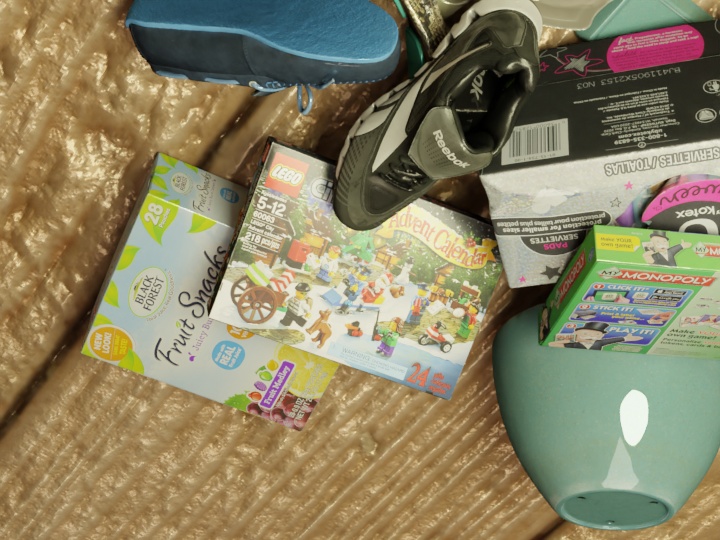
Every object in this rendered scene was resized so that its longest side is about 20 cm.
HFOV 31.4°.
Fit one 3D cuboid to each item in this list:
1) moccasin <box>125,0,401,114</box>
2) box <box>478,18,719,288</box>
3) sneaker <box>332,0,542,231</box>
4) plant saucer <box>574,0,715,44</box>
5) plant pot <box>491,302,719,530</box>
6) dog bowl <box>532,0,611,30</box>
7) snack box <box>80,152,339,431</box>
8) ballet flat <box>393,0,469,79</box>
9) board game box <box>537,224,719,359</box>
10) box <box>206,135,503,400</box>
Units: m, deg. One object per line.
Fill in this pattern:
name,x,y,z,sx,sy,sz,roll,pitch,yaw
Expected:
moccasin,-0.063,-0.159,0.890,0.197,0.081,0.069,14,143,19
box,0.189,-0.079,0.889,0.197,0.133,0.116,-8,134,15
sneaker,0.048,-0.090,0.842,0.066,0.091,0.200,32,118,-24
plant saucer,0.252,-0.141,0.931,0.199,0.019,0.070,31,122,-21
plant pot,0.201,0.126,1.013,0.197,0.137,0.201,4,151,2
dog bowl,0.146,-0.259,0.821,0.197,0.059,0.202,0,127,1
snack box,-0.103,0.022,1.027,0.198,0.068,0.170,21,122,-12
ballet flat,0.052,-0.178,0.883,0.074,0.068,0.202,-19,121,1
board game box,0.236,0.021,0.885,0.197,0.030,0.135,5,151,-8
box,0.000,0.000,0.956,0.197,0.038,0.138,19,100,-13
